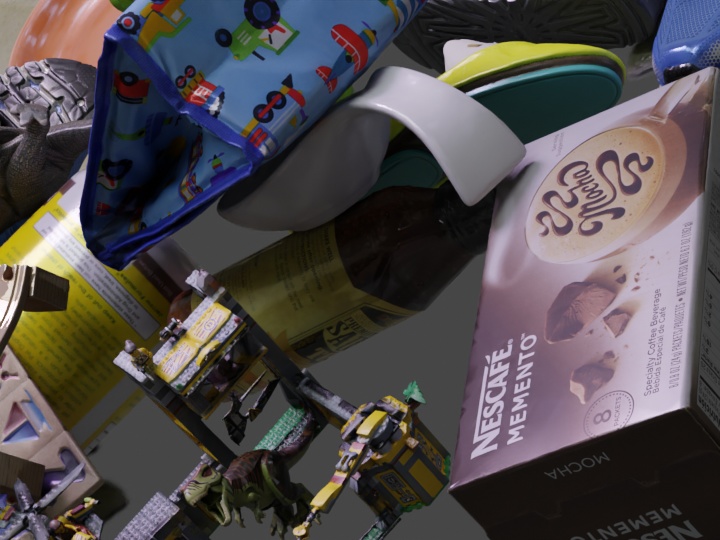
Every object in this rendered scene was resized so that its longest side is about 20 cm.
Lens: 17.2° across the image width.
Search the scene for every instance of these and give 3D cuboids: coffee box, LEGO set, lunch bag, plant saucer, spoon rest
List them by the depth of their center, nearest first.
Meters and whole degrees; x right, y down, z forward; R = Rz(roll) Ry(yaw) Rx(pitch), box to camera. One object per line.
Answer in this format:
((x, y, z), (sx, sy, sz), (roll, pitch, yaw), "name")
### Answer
((0.113, 0.024, 0.989), (0.113, 0.080, 0.201), (-21, 37, 31), "coffee box")
((-0.071, 0.094, 1.062), (0.200, 0.116, 0.154), (-43, 37, -3), "LEGO set")
((-0.003, -0.059, 1.111), (0.099, 0.061, 0.200), (-43, 19, -26), "spoon rest")
((-0.064, -0.086, 1.137), (0.151, 0.094, 0.200), (-47, -1, -28), "lunch bag")
((-0.141, -0.170, 1.540), (0.200, 0.037, 0.201), (-28, 34, 21), "plant saucer")

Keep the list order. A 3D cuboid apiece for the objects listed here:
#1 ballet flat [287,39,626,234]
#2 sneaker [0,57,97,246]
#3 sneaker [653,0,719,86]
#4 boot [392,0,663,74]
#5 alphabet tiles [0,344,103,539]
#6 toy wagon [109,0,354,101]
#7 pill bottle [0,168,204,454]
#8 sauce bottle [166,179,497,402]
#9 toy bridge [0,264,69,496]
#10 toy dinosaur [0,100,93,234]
((0.040, -0.077, 1.199), (0.199, 0.067, 0.067), (-29, 48, 24), "ballet flat")
((-0.201, -0.041, 1.381), (0.200, 0.089, 0.079), (-49, 56, 24), "sneaker")
((0.173, -0.167, 1.131), (0.078, 0.089, 0.201), (-11, 45, 40), "sneaker")
((0.114, -0.199, 1.268), (0.164, 0.066, 0.201), (-2, 52, 35), "boot")
((-0.206, 0.131, 1.166), (0.167, 0.008, 0.200), (-40, 70, 4), "alphabet tiles")
((-0.078, -0.148, 1.297), (0.039, 0.201, 0.155), (-32, 23, -33), "toy wagon")
((-0.174, 0.050, 1.243), (0.200, 0.109, 0.109), (-45, 32, -5), "pill bottle")
((0.000, 0.000, 1.156), (0.199, 0.066, 0.066), (-27, 35, 25), "sauce bottle")
((-0.179, 0.094, 1.126), (0.027, 0.067, 0.201), (1, 76, 27), "toy bridge")
((-0.201, -0.047, 1.274), (0.077, 0.102, 0.200), (41, 79, 15), "toy dinosaur")
